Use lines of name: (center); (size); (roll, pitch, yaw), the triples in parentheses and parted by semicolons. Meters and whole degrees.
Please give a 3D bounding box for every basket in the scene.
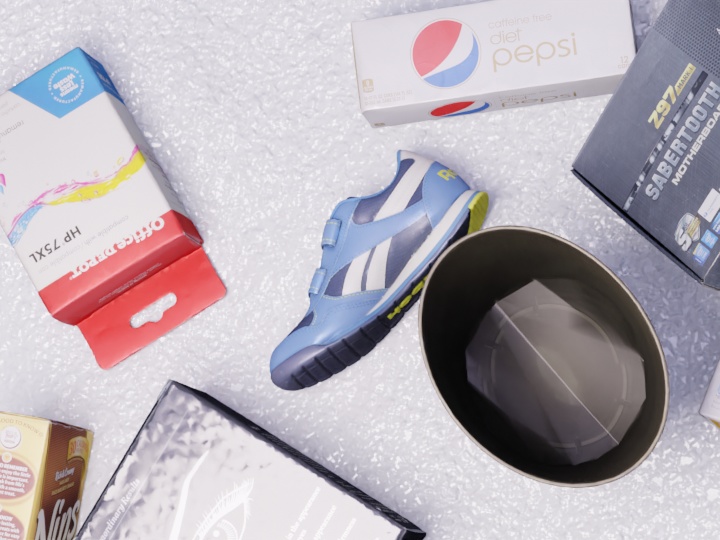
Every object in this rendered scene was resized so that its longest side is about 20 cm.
basket: (0.128, 0.066, 1.503); (0.136, 0.200, 0.181); (-43, 78, 2)

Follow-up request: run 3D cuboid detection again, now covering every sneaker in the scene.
sneaker: (0.000, 0.000, 1.599); (0.082, 0.074, 0.200); (42, 83, 13)

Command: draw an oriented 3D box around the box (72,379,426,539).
box: (-0.079, 0.189, 1.566); (0.199, 0.104, 0.149); (32, 88, 12)

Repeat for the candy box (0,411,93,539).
candy box: (-0.242, 0.202, 1.583); (0.056, 0.117, 0.202); (8, 84, 10)

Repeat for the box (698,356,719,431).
box: (0.339, 0.085, 1.505); (0.199, 0.101, 0.113); (20, 86, 20)

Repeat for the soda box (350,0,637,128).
soda box: (0.096, -0.151, 1.607); (0.198, 0.064, 0.069); (-8, 81, 8)

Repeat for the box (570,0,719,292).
box: (0.244, -0.108, 1.507); (0.201, 0.051, 0.158); (-59, 42, 15)

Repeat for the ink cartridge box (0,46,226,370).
ink cartridge box: (-0.194, -0.043, 1.633); (0.116, 0.067, 0.201); (-32, 80, 3)
